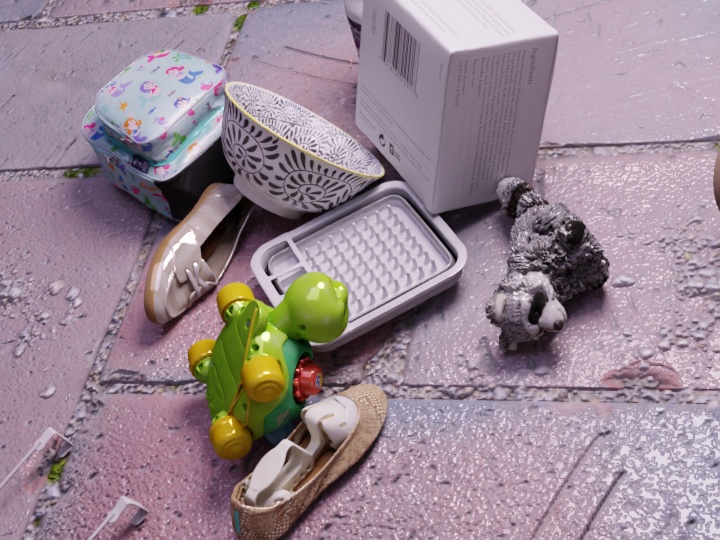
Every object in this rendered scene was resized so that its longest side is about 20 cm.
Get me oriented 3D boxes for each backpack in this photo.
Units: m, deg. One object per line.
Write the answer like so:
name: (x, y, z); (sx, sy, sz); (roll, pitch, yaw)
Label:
backpack: (-0.231, -0.170, 1.474); (0.200, 0.151, 0.178); (25, 61, 41)

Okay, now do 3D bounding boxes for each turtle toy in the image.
turtle toy: (-0.083, 0.083, 1.180); (0.101, 0.200, 0.146); (12, 34, -30)

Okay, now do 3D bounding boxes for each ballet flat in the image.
ballet flat: (-0.046, 0.167, 1.145); (0.070, 0.065, 0.200); (21, 58, 33)

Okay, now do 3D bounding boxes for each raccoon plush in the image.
raccoon plush: (0.158, -0.001, 1.241); (0.134, 0.097, 0.200); (-37, 27, -4)

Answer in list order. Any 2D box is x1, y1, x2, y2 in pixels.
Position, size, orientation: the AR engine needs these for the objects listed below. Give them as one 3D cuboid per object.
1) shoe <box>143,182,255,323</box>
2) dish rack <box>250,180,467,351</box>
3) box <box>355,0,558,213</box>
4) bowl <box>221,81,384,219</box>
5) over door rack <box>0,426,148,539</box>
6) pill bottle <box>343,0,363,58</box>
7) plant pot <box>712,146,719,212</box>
shoe: (-0.175, -0.023, 1.362); (0.053, 0.070, 0.200); (6, 51, 27)
dish rack: (0.000, 0.000, 1.302); (0.200, 0.044, 0.172); (-28, 45, -8)
box: (0.096, -0.202, 1.330); (0.130, 0.200, 0.199); (-13, 41, -21)
bowl: (-0.081, -0.119, 1.379); (0.201, 0.200, 0.094); (47, 113, 42)
over door rack: (-0.326, 0.244, 1.166); (0.200, 0.067, 0.148); (-42, 50, -21)
pill bottle: (0.043, -0.291, 1.448); (0.112, 0.200, 0.112); (-10, 44, 9)
plant pot: (0.433, -0.086, 1.154); (0.200, 0.200, 0.174); (-43, 33, -22)
